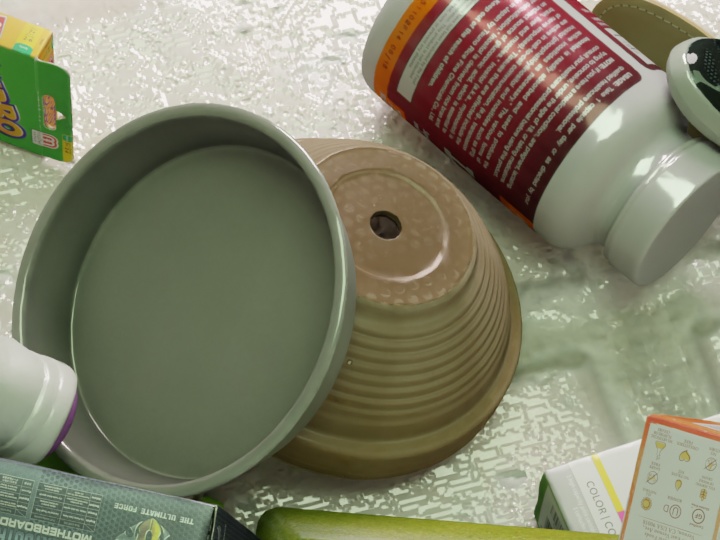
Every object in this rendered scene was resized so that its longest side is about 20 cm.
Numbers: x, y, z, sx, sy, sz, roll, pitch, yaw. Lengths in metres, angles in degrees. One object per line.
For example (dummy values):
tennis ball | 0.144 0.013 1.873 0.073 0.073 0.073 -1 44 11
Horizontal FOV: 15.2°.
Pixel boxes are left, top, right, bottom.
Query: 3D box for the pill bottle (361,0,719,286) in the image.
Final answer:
pill bottle | 0.105 -0.087 1.482 0.200 0.113 0.113 42 66 18

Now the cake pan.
cake pan | -0.085 0.017 1.354 0.199 0.037 0.202 -8 74 28

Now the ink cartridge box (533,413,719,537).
ink cartridge box | 0.200 0.130 1.395 0.199 0.059 0.104 -16 63 -12

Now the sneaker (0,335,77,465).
sneaker | -0.223 0.047 1.347 0.099 0.199 0.075 32 71 -34

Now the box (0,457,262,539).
box | -0.154 0.123 1.286 0.199 0.158 0.051 11 79 7

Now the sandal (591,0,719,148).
sandal | 0.222 -0.086 1.531 0.211 0.078 0.070 39 33 9

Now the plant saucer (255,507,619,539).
plant saucer | 0.027 0.209 1.309 0.199 0.048 0.201 4 66 13

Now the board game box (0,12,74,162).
board game box | -0.246 -0.124 1.488 0.199 0.096 0.030 23 60 9

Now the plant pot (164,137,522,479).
plant pot | 0.000 0.000 1.412 0.199 0.093 0.202 11 54 -15

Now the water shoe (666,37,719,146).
water shoe | 0.261 -0.090 1.442 0.199 0.079 0.072 21 46 -14

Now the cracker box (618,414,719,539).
cracker box | 0.171 0.175 1.276 0.057 0.134 0.201 16 95 40

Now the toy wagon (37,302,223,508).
toy wagon | -0.138 0.091 1.406 0.154 0.040 0.201 27 62 11
